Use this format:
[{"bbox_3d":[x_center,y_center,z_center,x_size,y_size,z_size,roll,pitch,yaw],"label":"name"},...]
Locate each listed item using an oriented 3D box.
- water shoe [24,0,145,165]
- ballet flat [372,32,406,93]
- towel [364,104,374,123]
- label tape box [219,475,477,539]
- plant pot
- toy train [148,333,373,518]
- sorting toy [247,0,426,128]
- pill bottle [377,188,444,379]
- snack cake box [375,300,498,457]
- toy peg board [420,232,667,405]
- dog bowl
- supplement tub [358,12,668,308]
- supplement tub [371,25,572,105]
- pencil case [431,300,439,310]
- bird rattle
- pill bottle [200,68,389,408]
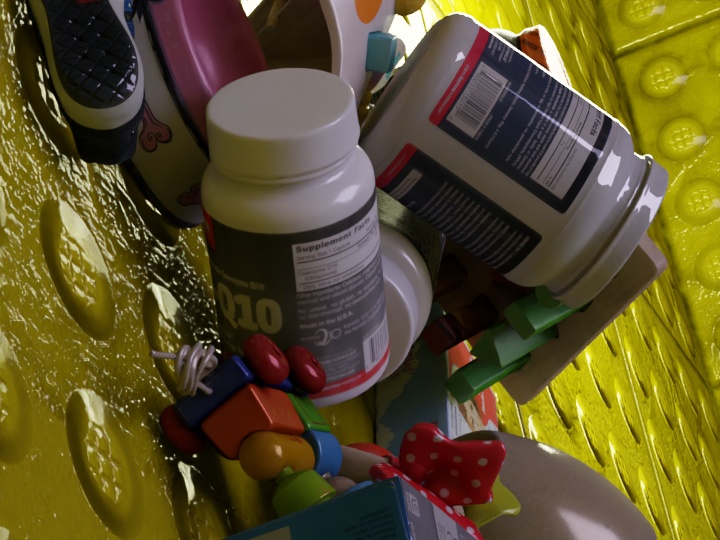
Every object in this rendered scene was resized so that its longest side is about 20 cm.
[{"bbox_3d":[-0.177,-0.153,1.433,0.079,0.071,0.201,95,-13,-52],"label":"water shoe"},{"bbox_3d":[-0.043,-0.220,1.809,0.200,0.070,0.069,43,10,13],"label":"ballet flat"},{"bbox_3d":[-0.017,-0.136,1.860,0.149,0.031,0.200,36,4,19],"label":"towel"},{"bbox_3d":[0.001,0.202,1.397,0.200,0.143,0.064,43,29,-59],"label":"label tape box"},{"bbox_3d":[0.100,0.198,1.686,0.135,0.200,0.201,53,20,-20],"label":"plant pot"},{"bbox_3d":[-0.060,0.106,1.368,0.116,0.085,0.200,53,10,17],"label":"toy train"},{"bbox_3d":[-0.036,-0.123,1.654,0.106,0.200,0.181,21,62,-19],"label":"sorting toy"},{"bbox_3d":[0.000,0.000,1.698,0.200,0.113,0.114,-73,140,-67],"label":"pill bottle"},{"bbox_3d":[0.064,0.135,1.867,0.115,0.067,0.201,58,18,-31],"label":"snack cake box"},{"bbox_3d":[0.101,-0.011,1.807,0.098,0.200,0.200,-26,73,-47],"label":"toy peg board"},{"bbox_3d":[-0.120,-0.135,1.559,0.200,0.073,0.201,-20,90,-75],"label":"dog bowl"},{"bbox_3d":[0.107,-0.078,1.654,0.199,0.141,0.141,35,22,-7],"label":"supplement tub"},{"bbox_3d":[0.088,-0.140,2.061,0.122,0.199,0.123,-20,90,-76],"label":"supplement tub"},{"bbox_3d":[0.063,0.005,2.017,0.200,0.086,0.079,4,92,-73],"label":"pencil case"},{"bbox_3d":[0.020,0.158,1.531,0.200,0.162,0.113,42,62,-69],"label":"bird rattle"},{"bbox_3d":[-0.044,-0.021,1.485,0.114,0.113,0.201,-86,172,-58],"label":"pill bottle"}]
